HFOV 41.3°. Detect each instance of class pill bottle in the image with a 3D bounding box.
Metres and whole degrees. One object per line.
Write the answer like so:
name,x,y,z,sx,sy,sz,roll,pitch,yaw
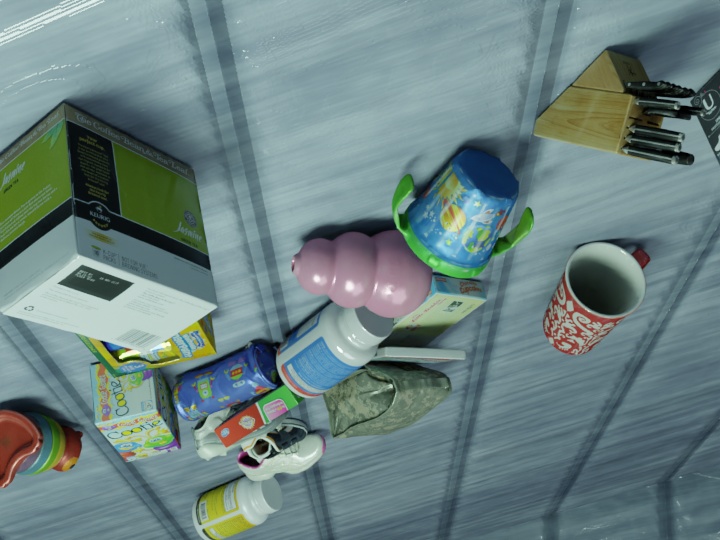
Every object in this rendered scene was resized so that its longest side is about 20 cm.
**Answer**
pill bottle,-0.281,0.543,2.204,0.198,0.114,0.112,-26,150,22
pill bottle,-0.040,0.118,1.547,0.111,0.114,0.199,12,144,-39

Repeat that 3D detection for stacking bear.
stacking bear,-0.559,0.305,1.662,0.122,0.114,0.200,-49,158,2

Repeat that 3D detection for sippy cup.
sippy cup,0.140,-0.083,1.263,0.177,0.140,0.131,-21,152,-44

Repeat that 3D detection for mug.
mug,0.406,0.056,1.621,0.175,0.135,0.201,-7,154,-9

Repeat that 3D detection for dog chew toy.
dog chew toy,0.000,0.000,1.356,0.197,0.126,0.125,6,147,-17

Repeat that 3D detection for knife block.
knife block,0.309,-0.160,1.136,0.063,0.178,0.200,7,146,-32

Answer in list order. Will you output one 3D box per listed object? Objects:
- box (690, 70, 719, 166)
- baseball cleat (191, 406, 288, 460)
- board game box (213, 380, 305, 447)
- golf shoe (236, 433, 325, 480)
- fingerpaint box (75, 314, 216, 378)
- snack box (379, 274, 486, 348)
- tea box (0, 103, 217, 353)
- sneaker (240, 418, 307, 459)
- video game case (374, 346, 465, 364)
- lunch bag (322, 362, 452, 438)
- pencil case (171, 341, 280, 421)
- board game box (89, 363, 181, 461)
box,0.552,-0.207,1.226,0.197,0.116,0.132,1,147,-27
baseball cleat,-0.225,0.277,1.797,0.199,0.108,0.069,-27,-159,-35
board game box,-0.147,0.225,1.688,0.199,0.041,0.153,-35,-179,34
golf shoe,-0.171,0.392,2.026,0.198,0.076,0.092,-22,148,12
fingerpaint box,-0.313,0.073,1.387,0.164,0.074,0.201,-13,152,-1
snack box,0.107,0.077,1.617,0.115,0.038,0.200,8,145,-37
tea box,-0.284,-0.040,1.065,0.133,0.199,0.199,-29,147,26
sneaker,-0.179,0.342,1.927,0.078,0.080,0.199,-31,149,28
video game case,0.084,0.148,1.660,0.141,0.018,0.200,3,172,-14
lunch bag,0.053,0.231,1.775,0.163,0.119,0.199,5,154,-46
pencil case,-0.228,0.188,1.627,0.198,0.088,0.078,-25,174,22
board game box,-0.377,0.234,1.615,0.101,0.106,0.201,-12,153,-4
